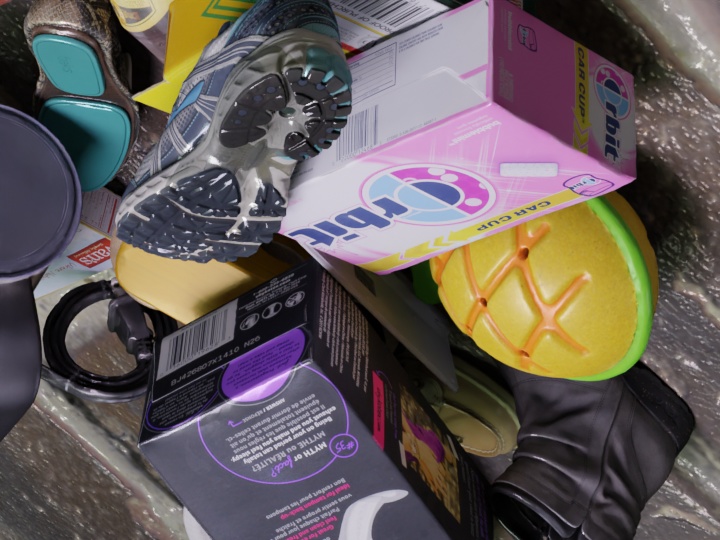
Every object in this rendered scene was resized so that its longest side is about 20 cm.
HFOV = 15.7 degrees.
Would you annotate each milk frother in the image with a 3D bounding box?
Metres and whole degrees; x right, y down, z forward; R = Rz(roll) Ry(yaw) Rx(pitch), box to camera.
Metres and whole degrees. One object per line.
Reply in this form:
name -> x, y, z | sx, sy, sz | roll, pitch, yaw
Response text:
milk frother -> -0.201, 0.000, 1.611 | 0.181, 0.199, 0.188 | 58, 150, 10

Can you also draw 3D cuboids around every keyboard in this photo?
keyboard -> 0.000, 0.000, 1.508 | 0.011, 0.057, 0.200 | -25, 134, 23

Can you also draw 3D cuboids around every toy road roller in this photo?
toy road roller -> -0.071, 0.048, 1.603 | 0.199, 0.123, 0.147 | 31, 107, 8

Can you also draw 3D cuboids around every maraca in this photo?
maraca -> 0.086, -0.010, 1.475 | 0.199, 0.107, 0.138 | 23, 127, 38

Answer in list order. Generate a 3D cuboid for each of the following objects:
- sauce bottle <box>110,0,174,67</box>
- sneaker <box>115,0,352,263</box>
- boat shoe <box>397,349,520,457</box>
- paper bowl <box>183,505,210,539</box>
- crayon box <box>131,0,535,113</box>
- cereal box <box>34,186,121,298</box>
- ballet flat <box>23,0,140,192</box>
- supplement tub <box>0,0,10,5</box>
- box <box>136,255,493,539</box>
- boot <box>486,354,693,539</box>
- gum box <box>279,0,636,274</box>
sauce bottle -> -0.115, -0.169, 1.472 | 0.066, 0.066, 0.201 | 6, 136, 34
sneaker -> -0.063, -0.076, 1.349 | 0.077, 0.087, 0.200 | 18, 142, -26
boat shoe -> 0.011, 0.082, 1.682 | 0.199, 0.063, 0.074 | 18, 143, 20
paper bowl -> -0.012, 0.169, 1.764 | 0.200, 0.105, 0.201 | 23, 149, 15
crayon box -> -0.017, -0.127, 1.401 | 0.126, 0.051, 0.200 | 21, 149, -35
cereal box -> -0.257, -0.049, 1.696 | 0.199, 0.040, 0.143 | 30, 147, -34
ballet flat -> -0.162, -0.122, 1.557 | 0.067, 0.076, 0.200 | 10, 154, 3
supplement tub -> -0.229, -0.245, 1.433 | 0.106, 0.107, 0.201 | 19, 144, 19
box -> -0.022, 0.114, 1.494 | 0.122, 0.106, 0.200 | -26, 118, 18
boot -> 0.106, 0.086, 1.550 | 0.200, 0.132, 0.070 | 39, 146, -9
gum box -> 0.034, -0.065, 1.386 | 0.199, 0.067, 0.113 | -21, 147, 40
